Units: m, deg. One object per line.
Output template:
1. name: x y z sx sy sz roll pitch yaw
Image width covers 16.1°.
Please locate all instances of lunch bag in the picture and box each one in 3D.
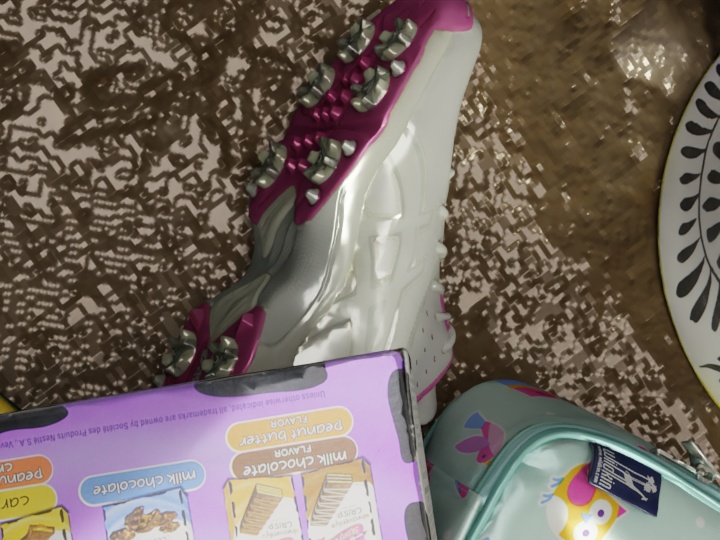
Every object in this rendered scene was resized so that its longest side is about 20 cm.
1. lunch bag: 0.068 0.148 0.886 0.160 0.077 0.201 28 89 -22

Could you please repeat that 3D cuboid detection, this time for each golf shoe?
1. golf shoe: 0.000 0.000 0.890 0.091 0.075 0.201 27 90 -24

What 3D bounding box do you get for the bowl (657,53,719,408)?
1. bowl: 0.213 -0.014 0.905 0.199 0.094 0.203 0 92 -8

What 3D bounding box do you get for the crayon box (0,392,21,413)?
1. crayon box: -0.144 0.154 0.858 0.172 0.058 0.200 40 79 -6

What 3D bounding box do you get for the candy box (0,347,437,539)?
1. candy box: -0.052 0.137 0.794 0.166 0.072 0.202 -9 87 2
